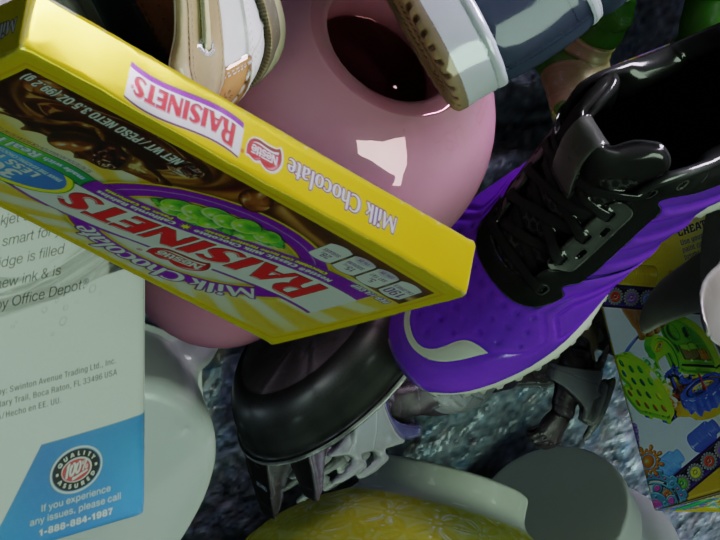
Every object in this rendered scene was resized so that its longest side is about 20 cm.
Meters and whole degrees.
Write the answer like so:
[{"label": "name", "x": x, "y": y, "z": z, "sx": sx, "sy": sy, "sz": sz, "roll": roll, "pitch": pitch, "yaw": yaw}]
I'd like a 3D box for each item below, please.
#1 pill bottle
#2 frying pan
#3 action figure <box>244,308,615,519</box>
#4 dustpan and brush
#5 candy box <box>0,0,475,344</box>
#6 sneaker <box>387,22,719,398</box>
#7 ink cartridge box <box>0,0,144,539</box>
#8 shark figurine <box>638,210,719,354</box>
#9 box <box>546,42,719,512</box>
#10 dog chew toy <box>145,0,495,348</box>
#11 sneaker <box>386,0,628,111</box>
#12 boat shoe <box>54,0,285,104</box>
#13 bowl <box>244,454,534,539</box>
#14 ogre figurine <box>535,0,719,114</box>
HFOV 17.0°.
[{"label": "pill bottle", "x": 0.124, "y": 0.181, "z": 1.269, "sx": 0.112, "sy": 0.112, "sz": 0.200, "roll": -40, "pitch": 139, "yaw": -11}, {"label": "frying pan", "x": 0.008, "y": 0.002, "z": 1.006, "sx": 0.031, "sy": 0.115, "sz": 0.190, "roll": 44, "pitch": 70, "yaw": -25}, {"label": "action figure", "x": 0.045, "y": 0.049, "z": 1.093, "sx": 0.200, "sy": 0.130, "sz": 0.069, "roll": -20, "pitch": 100, "yaw": -25}, {"label": "dustpan and brush", "x": -0.091, "y": 0.057, "z": 1.037, "sx": 0.200, "sy": 0.057, "sz": 0.140, "roll": -36, "pitch": 131, "yaw": -5}, {"label": "candy box", "x": -0.065, "y": -0.028, "z": 0.806, "sx": 0.200, "sy": 0.102, "sz": 0.026, "roll": 28, "pitch": 62, "yaw": -38}, {"label": "sneaker", "x": 0.084, "y": -0.031, "z": 0.900, "sx": 0.200, "sy": 0.070, "sz": 0.100, "roll": -38, "pitch": 161, "yaw": 8}, {"label": "ink cartridge box", "x": -0.158, "y": 0.003, "z": 0.874, "sx": 0.145, "sy": 0.084, "sz": 0.200, "roll": -13, "pitch": 116, "yaw": -35}, {"label": "shark figurine", "x": 0.169, "y": 0.035, "z": 0.936, "sx": 0.128, "sy": 0.215, "sz": 0.089, "roll": -35, "pitch": 157, "yaw": 24}, {"label": "box", "x": 0.200, "y": 0.002, "z": 1.086, "sx": 0.122, "sy": 0.193, "sz": 0.200, "roll": -20, "pitch": 165, "yaw": 27}, {"label": "dog chew toy", "x": -0.033, "y": -0.035, "z": 0.941, "sx": 0.124, "sy": 0.125, "sz": 0.200, "roll": -12, "pitch": 158, "yaw": -36}, {"label": "sneaker", "x": 0.036, "y": -0.163, "z": 0.858, "sx": 0.108, "sy": 0.200, "sz": 0.070, "roll": -27, "pitch": 162, "yaw": 0}, {"label": "boat shoe", "x": -0.089, "y": -0.142, "z": 0.795, "sx": 0.075, "sy": 0.068, "sz": 0.200, "roll": -23, "pitch": 104, "yaw": 25}, {"label": "bowl", "x": 0.027, "y": 0.148, "z": 1.125, "sx": 0.200, "sy": 0.200, "sz": 0.108, "roll": 29, "pitch": 72, "yaw": -49}, {"label": "ogre figurine", "x": 0.080, "y": -0.131, "z": 0.945, "sx": 0.098, "sy": 0.200, "sz": 0.120, "roll": -46, "pitch": 173, "yaw": -49}]
